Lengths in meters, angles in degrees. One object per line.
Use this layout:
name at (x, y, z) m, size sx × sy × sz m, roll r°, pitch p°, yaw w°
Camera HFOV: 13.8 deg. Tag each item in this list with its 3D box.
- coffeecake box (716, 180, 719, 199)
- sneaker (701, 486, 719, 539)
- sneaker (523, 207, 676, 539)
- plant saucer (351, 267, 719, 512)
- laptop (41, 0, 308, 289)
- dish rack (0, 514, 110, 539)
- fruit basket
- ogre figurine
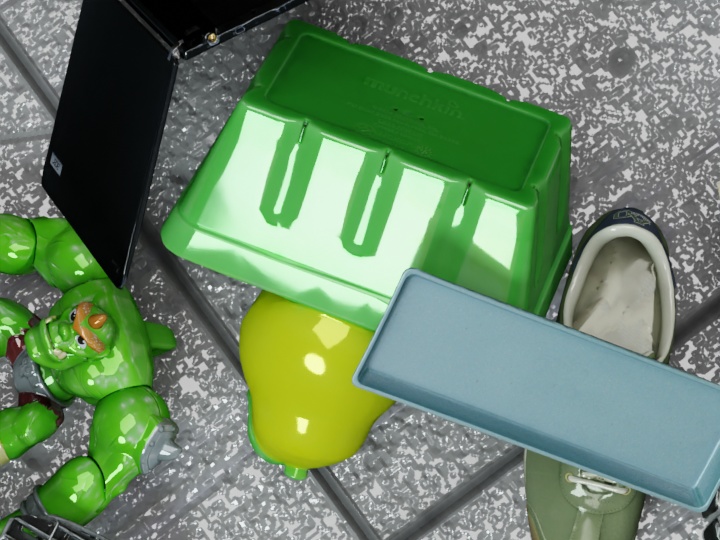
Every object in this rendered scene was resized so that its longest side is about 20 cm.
coffeecake box at (0.278, 0.040, 1.513) m, size 0.153 × 0.073 × 0.201 m, roll -2°, pitch 76°, yaw -23°
sneaker at (0.238, 0.164, 1.541) m, size 0.090 × 0.078 × 0.201 m, roll -14°, pitch 85°, yaw -11°
sneaker at (0.124, 0.063, 1.543) m, size 0.067 × 0.090 × 0.201 m, roll 9°, pitch 84°, yaw 3°
plant saucer at (0.098, 0.058, 1.490) m, size 0.200 × 0.019 × 0.070 m, roll 21°, pitch 111°, yaw -13°
laptop at (-0.073, -0.103, 1.510) m, size 0.200 × 0.177 × 0.103 m, roll -27°, pitch 116°, yaw -9°
dish rack at (-0.177, 0.227, 1.524) m, size 0.153 × 0.054 × 0.200 m, roll 36°, pitch 75°, yaw -34°
fruit basket at (0.000, 0.000, 1.553) m, size 0.215 × 0.156 × 0.216 m, roll 9°, pitch 125°, yaw 13°
ogre figurine at (-0.165, 0.047, 1.561) m, size 0.120 × 0.098 × 0.200 m, roll -21°, pitch 55°, yaw 14°
